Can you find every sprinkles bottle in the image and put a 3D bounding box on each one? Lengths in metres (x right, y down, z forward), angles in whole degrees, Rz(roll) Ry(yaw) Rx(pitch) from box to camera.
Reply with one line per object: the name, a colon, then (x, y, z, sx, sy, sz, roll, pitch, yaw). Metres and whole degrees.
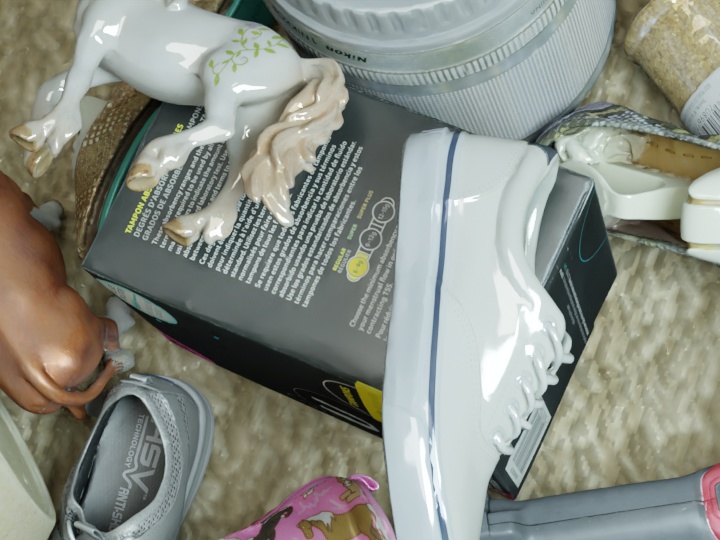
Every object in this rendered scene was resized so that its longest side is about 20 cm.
sprinkles bottle: (0.208, -0.053, 1.004, 0.068, 0.068, 0.200, -36, 71, 0)

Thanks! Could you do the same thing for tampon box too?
tampon box: (0.000, 0.000, 0.990, 0.200, 0.150, 0.127, 23, 80, 17)

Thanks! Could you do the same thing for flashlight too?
flashlight: (0.125, 0.122, 0.973, 0.199, 0.068, 0.068, -10, 102, 9)

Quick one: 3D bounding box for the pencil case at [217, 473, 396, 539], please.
pencil case: (-0.070, 0.166, 0.954, 0.200, 0.087, 0.083, -24, 31, -13)

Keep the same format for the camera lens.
camera lens: (0.035, -0.149, 0.997, 0.159, 0.200, 0.161, -3, 74, 11)

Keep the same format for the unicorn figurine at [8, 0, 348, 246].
unicorn figurine: (-0.093, -0.098, 0.929, 0.200, 0.074, 0.138, 30, 71, 5)

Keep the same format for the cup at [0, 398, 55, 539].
cup: (-0.228, 0.109, 0.989, 0.143, 0.200, 0.201, -29, 71, -4)

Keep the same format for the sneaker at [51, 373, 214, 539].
sneaker: (-0.126, 0.141, 1.013, 0.074, 0.082, 0.201, 6, 76, 13)

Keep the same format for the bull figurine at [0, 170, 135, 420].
bull figurine: (-0.180, -0.011, 1.042, 0.065, 0.121, 0.200, -35, 72, 14)

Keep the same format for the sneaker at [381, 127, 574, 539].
sneaker: (0.049, 0.036, 0.854, 0.071, 0.073, 0.201, -1, 77, 11)

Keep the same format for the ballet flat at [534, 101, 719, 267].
ballet flat: (0.153, -0.030, 0.969, 0.200, 0.072, 0.072, 19, 78, 43)

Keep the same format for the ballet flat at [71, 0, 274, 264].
ballet flat: (-0.106, -0.088, 1.082, 0.065, 0.071, 0.200, 18, 66, 25)
